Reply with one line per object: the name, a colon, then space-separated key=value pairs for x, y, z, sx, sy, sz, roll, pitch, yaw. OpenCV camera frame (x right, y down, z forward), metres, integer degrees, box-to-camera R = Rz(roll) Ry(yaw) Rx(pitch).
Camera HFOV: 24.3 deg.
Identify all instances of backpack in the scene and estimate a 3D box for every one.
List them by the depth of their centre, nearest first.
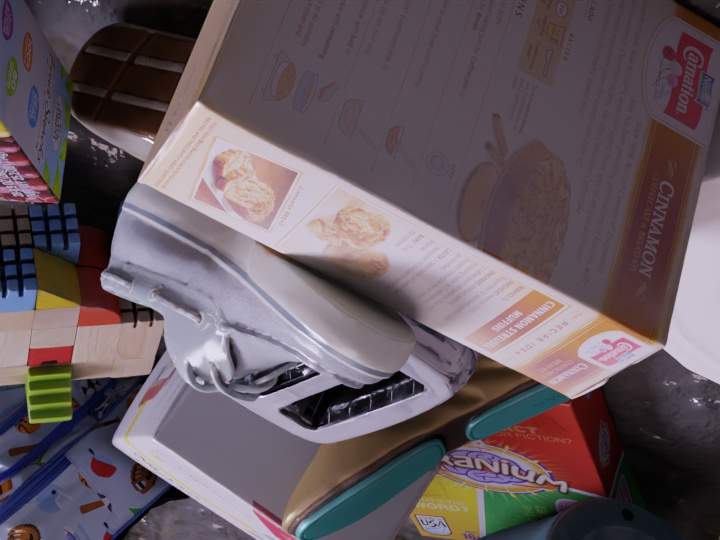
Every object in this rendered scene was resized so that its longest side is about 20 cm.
backpack: x=-0.220 y=0.148 z=1.112 sx=0.154 sy=0.191 sz=0.200 roll=47 pitch=142 yaw=-15

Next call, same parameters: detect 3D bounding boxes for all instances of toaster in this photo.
toaster: x=0.000 y=0.000 z=0.812 sx=0.113 sy=0.130 sz=0.200 roll=33 pitch=146 yaw=-26

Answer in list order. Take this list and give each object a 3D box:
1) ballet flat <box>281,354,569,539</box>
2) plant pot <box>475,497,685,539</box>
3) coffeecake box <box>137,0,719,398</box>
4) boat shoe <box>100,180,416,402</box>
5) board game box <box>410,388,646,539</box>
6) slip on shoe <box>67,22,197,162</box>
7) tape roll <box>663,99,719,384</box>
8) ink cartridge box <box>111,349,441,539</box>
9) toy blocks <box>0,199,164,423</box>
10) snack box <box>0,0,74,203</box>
ballet flat: x=0.038 y=0.072 z=0.880 sx=0.199 sy=0.063 sz=0.069 roll=-27 pitch=158 yaw=-9
plant pot: x=0.116 y=0.238 z=1.012 sx=0.199 sy=0.201 sz=0.188 roll=26 pitch=134 yaw=-13
coffeecake box: x=0.036 y=-0.065 z=0.662 sx=0.199 sy=0.154 sz=0.073 roll=27 pitch=150 yaw=-14
boat shoe: x=-0.050 y=0.019 z=0.708 sx=0.070 sy=0.072 sz=0.200 roll=24 pitch=-177 yaw=-38
board game box: x=0.083 y=0.110 z=1.034 sx=0.152 sy=0.041 sz=0.200 roll=3 pitch=146 yaw=24
slip on shoe: x=-0.054 y=-0.062 z=0.763 sx=0.199 sy=0.076 sz=0.060 roll=18 pitch=173 yaw=40
tape roll: x=0.218 y=-0.012 z=0.736 sx=0.201 sy=0.071 sz=0.203 roll=14 pitch=149 yaw=8
ink cartridge box: x=-0.058 y=0.106 z=0.985 sx=0.145 sy=0.084 sz=0.200 roll=35 pitch=167 yaw=-9
toy blocks: x=-0.186 y=0.013 z=0.929 sx=0.199 sy=0.101 sz=0.137 roll=-4 pitch=154 yaw=-17
snack box: x=-0.227 y=-0.093 z=0.700 sx=0.167 sy=0.068 sz=0.200 roll=3 pitch=162 yaw=5
